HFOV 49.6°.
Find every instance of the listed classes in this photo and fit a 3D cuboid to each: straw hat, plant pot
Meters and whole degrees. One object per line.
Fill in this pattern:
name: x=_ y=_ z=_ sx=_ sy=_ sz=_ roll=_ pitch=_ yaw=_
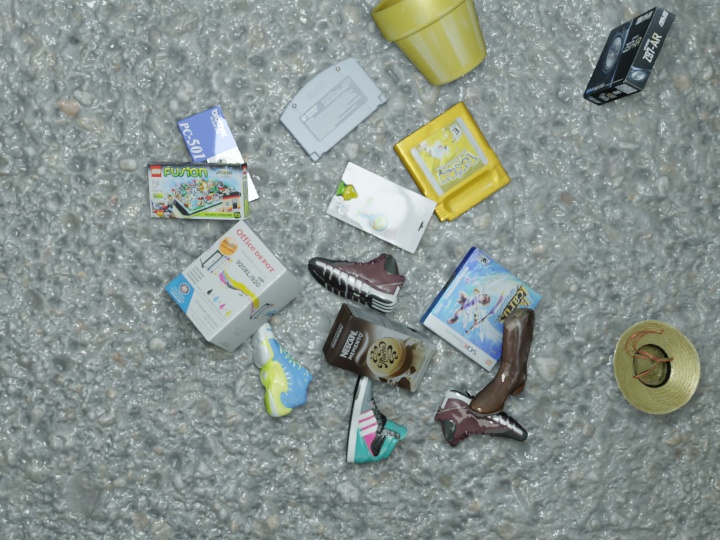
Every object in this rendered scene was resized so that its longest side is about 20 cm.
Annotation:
straw hat: x=0.621 y=0.204 z=1.684 sx=0.200 sy=0.085 sz=0.202 roll=0 pitch=88 yaw=-6
plant pot: x=0.152 y=-0.481 z=1.543 sx=0.201 sy=0.201 sz=0.189 roll=-36 pitch=113 yaw=-3

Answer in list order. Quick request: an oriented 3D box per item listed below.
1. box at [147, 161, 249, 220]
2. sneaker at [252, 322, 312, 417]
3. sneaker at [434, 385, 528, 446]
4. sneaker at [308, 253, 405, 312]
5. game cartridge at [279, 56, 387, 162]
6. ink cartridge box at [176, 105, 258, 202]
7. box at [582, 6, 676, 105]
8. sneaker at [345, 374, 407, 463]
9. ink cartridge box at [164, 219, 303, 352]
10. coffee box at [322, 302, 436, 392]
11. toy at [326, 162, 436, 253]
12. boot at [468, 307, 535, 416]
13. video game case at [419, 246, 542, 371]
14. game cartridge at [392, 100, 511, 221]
box: x=-0.319 y=-0.158 z=1.537 sx=0.199 sy=0.035 sz=0.110 roll=2 pitch=104 yaw=14
sneaker: x=-0.159 y=0.196 z=1.611 sx=0.105 sy=0.076 sz=0.201 roll=-10 pitch=95 yaw=-24
sneaker: x=0.247 y=0.338 z=1.663 sx=0.200 sy=0.076 sz=0.116 roll=30 pitch=95 yaw=3
sneaker: x=0.000 y=0.000 z=1.610 sx=0.200 sy=0.076 sz=0.116 roll=27 pitch=61 yaw=8
game cartridge: x=-0.061 y=-0.336 z=1.597 sx=0.200 sy=0.040 sz=0.133 roll=-40 pitch=100 yaw=-3
ink cartridge box: x=-0.286 y=-0.220 z=1.573 sx=0.094 sy=0.044 sz=0.200 roll=-23 pitch=96 yaw=-5
box: x=0.538 y=-0.428 z=1.576 sx=0.043 sy=0.200 sz=0.161 roll=23 pitch=91 yaw=-8
sneaker: x=0.039 y=0.310 z=1.623 sx=0.120 sy=0.084 sz=0.201 roll=7 pitch=101 yaw=-2
ink cartridge box: x=-0.242 y=0.032 z=1.524 sx=0.200 sy=0.145 sz=0.147 roll=-42 pitch=73 yaw=-3
coffee box: x=0.037 y=0.158 z=1.589 sx=0.200 sy=0.080 sz=0.113 roll=20 pitch=102 yaw=-20
toy: x=0.043 y=-0.130 z=1.616 sx=0.200 sy=0.047 sz=0.115 roll=25 pitch=94 yaw=-4
boot: x=0.291 y=0.181 z=1.592 sx=0.064 sy=0.186 sz=0.200 roll=24 pitch=123 yaw=33
video game case: x=0.256 y=0.082 z=1.654 sx=0.181 sy=0.045 sz=0.200 roll=35 pitch=89 yaw=-8
game cartridge: x=0.193 y=-0.224 z=1.634 sx=0.176 sy=0.032 sz=0.200 roll=-34 pitch=96 yaw=-3
